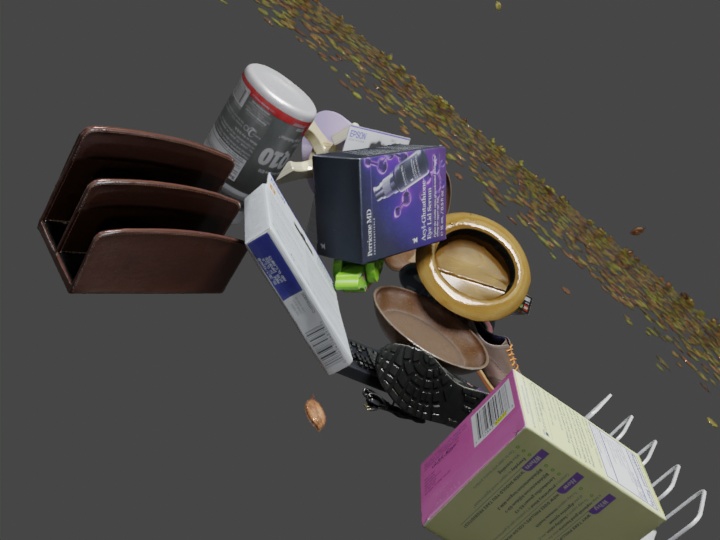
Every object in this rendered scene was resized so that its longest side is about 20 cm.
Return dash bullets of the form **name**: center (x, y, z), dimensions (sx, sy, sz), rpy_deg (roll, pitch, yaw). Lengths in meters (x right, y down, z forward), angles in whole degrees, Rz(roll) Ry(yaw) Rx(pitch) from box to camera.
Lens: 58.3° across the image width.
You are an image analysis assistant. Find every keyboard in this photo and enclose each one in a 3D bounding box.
- **keyboard**: center (0.042, 0.150, 0.863), dimensions (0.197, 0.021, 0.128), rpy_deg (25, 28, -28)

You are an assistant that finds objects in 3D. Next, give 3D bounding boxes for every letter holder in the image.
- **letter holder**: center (-0.216, -0.060, 0.703), dimensions (0.198, 0.143, 0.101), rpy_deg (2, 41, -53)

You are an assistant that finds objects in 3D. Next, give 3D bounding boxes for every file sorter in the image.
- **file sorter**: center (0.393, 0.306, 0.968), dimensions (0.201, 0.125, 0.138), rpy_deg (48, 25, 21)

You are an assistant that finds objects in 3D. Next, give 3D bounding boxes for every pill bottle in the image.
- **pill bottle**: center (-0.157, -0.171, 0.905), dimensions (0.112, 0.201, 0.115), rpy_deg (30, 25, -16)

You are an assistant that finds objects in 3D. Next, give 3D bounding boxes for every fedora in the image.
- **fedora**: center (0.181, 0.003, 1.077), dimensions (0.195, 0.082, 0.206), rpy_deg (3, 66, -7)

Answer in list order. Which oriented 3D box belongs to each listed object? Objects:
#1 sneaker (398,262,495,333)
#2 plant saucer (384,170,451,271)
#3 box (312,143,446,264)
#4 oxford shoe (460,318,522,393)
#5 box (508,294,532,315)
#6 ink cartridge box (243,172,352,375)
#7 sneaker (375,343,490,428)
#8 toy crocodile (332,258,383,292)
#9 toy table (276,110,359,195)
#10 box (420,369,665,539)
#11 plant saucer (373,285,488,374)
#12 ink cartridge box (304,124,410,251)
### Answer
- **sneaker**: center (0.152, 0.058, 1.119), dimensions (0.197, 0.071, 0.083), rpy_deg (27, 38, -10)
- **plant saucer**: center (0.091, -0.098, 1.161), dimensions (0.036, 0.205, 0.198), rpy_deg (28, 16, 33)
- **box**: center (0.032, -0.106, 0.969), dimensions (0.103, 0.152, 0.197), rpy_deg (12, 22, 43)
- **oxford shoe**: center (0.231, 0.156, 1.054), dimensions (0.199, 0.073, 0.071), rpy_deg (41, 24, 3)
- **box**: center (0.216, 0.031, 1.216), dimensions (0.197, 0.036, 0.109), rpy_deg (27, -17, -25)
- **ink cartridge box**: center (-0.081, -0.002, 0.807), dimensions (0.202, 0.040, 0.201), rpy_deg (61, 6, -26)
- **sneaker**: center (0.101, 0.161, 0.848), dimensions (0.197, 0.077, 0.088), rpy_deg (31, -3, -5)
- **toy crocodile**: center (0.000, 0.000, 0.996), dimensions (0.066, 0.064, 0.200), rpy_deg (-3, 14, 9)
- **toy table**: center (-0.062, -0.196, 1.137), dimensions (0.203, 0.182, 0.117), rpy_deg (58, 17, 15)
- **box**: center (0.195, 0.245, 0.724), dimensions (0.198, 0.177, 0.097), rpy_deg (33, 25, -11)
- **plant saucer**: center (0.099, 0.095, 0.969), dimensions (0.197, 0.037, 0.201), rpy_deg (26, 19, -9)
- **ink cartridge box**: center (-0.003, -0.135, 1.071), dimensions (0.043, 0.205, 0.196), rpy_deg (24, 15, 29)
